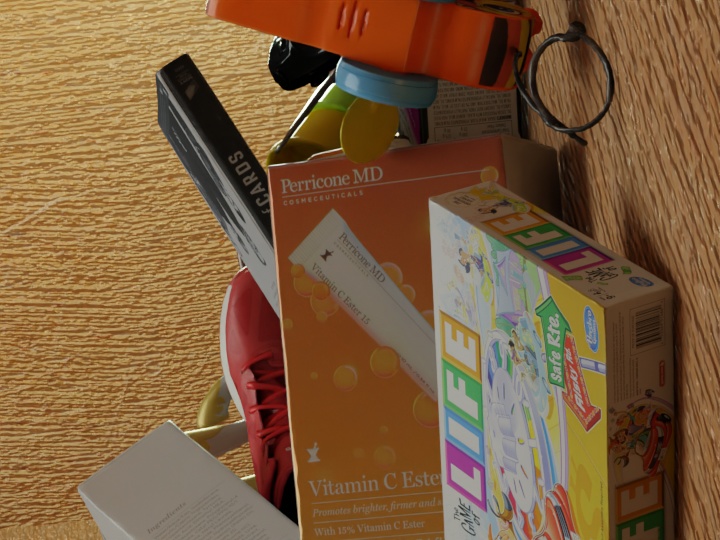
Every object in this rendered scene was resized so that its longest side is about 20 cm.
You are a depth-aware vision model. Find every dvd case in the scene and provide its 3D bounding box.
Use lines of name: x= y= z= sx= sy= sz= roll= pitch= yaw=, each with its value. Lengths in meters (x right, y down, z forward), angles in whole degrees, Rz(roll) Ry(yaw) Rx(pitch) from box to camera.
dvd case: x=-0.052 y=-0.018 z=1.347 sx=0.200 sy=0.025 sz=0.150 roll=57 pitch=172 yaw=3

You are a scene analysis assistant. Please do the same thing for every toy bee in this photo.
toy bee: x=0.033 y=-0.103 z=1.120 sx=0.131 sy=0.200 sz=0.109 roll=-56 pitch=-18 yaw=21

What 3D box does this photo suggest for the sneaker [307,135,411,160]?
sneaker: x=0.000 y=0.000 z=1.377 sx=0.200 sy=0.075 sz=0.092 roll=93 pitch=165 yaw=-72

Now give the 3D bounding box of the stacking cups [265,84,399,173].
stacking cups: x=0.008 y=-0.112 z=1.493 sx=0.200 sy=0.060 sz=0.061 roll=-58 pitch=-26 yaw=-45

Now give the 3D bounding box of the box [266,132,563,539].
box: x=0.036 y=0.043 z=1.188 sx=0.097 sy=0.124 sz=0.201 roll=6 pitch=-103 yaw=-70

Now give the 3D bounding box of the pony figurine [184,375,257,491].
pony figurine: x=-0.012 y=0.116 z=1.719 sx=0.193 sy=0.200 sz=0.167 roll=52 pitch=-179 yaw=-16

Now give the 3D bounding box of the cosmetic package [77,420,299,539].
cosmetic package: x=-0.066 y=0.173 z=1.338 sx=0.200 sy=0.074 sz=0.102 roll=36 pitch=156 yaw=48

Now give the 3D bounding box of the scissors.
scissors: x=-0.008 y=-0.125 z=1.417 sx=0.014 sy=0.073 sz=0.200 roll=46 pitch=-156 yaw=-9

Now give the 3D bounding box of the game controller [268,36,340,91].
game controller: x=0.010 y=-0.177 z=1.367 sx=0.042 sy=0.104 sz=0.200 roll=54 pitch=-145 yaw=-27

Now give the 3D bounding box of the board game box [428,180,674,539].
board game box: x=0.081 y=0.078 z=1.026 sx=0.134 sy=0.034 sz=0.201 roll=34 pitch=134 yaw=54

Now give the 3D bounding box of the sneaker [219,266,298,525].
sneaker: x=-0.035 y=0.086 z=1.420 sx=0.116 sy=0.078 sz=0.201 roll=121 pitch=134 yaw=-81

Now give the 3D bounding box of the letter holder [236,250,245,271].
letter holder: x=-0.021 y=0.062 z=1.601 sx=0.100 sy=0.142 sz=0.201 roll=11 pitch=-127 yaw=-61

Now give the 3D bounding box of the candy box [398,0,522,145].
candy box: x=0.056 y=-0.073 z=1.393 sx=0.136 sy=0.061 sz=0.201 roll=-105 pitch=11 yaw=-69
